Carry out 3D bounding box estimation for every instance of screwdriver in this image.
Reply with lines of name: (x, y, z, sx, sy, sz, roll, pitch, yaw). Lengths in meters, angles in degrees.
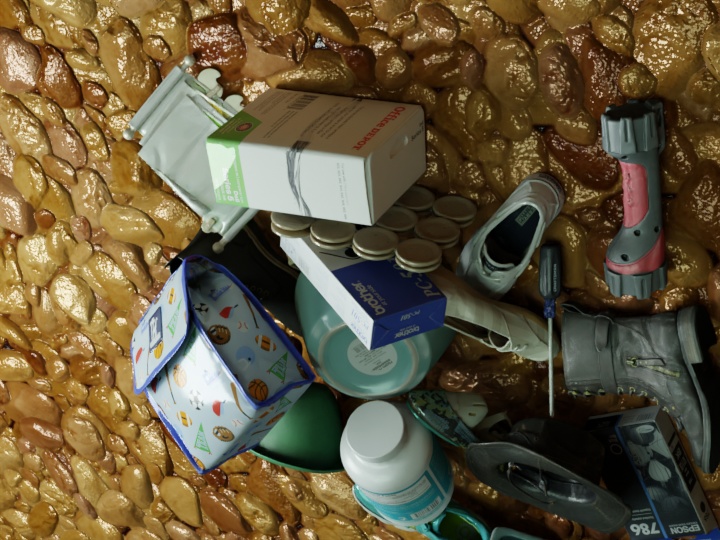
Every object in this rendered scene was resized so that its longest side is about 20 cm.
screwdriver: (0.209, 0.069, 1.512, 0.028, 0.029, 0.202, 9, 103, 41)

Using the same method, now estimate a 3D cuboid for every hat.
hat: (0.222, 0.217, 1.549, 0.199, 0.081, 0.201, 23, 155, 11)
hat: (-0.061, 0.142, 1.704, 0.164, 0.200, 0.177, 8, 103, -23)

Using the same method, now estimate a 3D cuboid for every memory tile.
memory tile: (0.015, -0.058, 1.496, 0.199, 0.153, 0.017, 16, 126, 18)

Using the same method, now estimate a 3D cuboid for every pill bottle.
pill bottle: (0.041, 0.224, 1.621, 0.110, 0.111, 0.200, 14, 157, 23)

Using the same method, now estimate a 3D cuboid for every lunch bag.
lunch bag: (-0.177, 0.105, 1.576, 0.201, 0.123, 0.170, 54, 134, 13)

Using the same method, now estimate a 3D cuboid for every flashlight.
flashlight: (0.276, -0.071, 1.394, 0.068, 0.068, 0.201, 7, 123, 31)

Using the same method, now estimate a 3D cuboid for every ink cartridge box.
ink cartridge box: (0.340, 0.253, 1.580, 0.099, 0.039, 0.201, -16, 110, 36)
ink cartridge box: (-0.045, -0.128, 1.497, 0.199, 0.146, 0.085, 10, 124, 26)
ink cartridge box: (0.000, 0.000, 1.476, 0.200, 0.093, 0.044, 48, 144, 41)

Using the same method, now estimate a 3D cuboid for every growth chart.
growth chart: (-0.180, -0.141, 1.609, 0.145, 0.018, 0.200, -40, 93, 3)

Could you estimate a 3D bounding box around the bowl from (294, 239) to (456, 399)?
bowl: (0.013, 0.071, 1.577, 0.199, 0.105, 0.202, 5, 126, 7)

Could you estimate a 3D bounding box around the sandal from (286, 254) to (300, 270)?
sandal: (-0.053, -0.021, 1.620, 0.212, 0.070, 0.077, 51, 131, -6)

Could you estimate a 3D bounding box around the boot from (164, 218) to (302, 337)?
boot: (-0.142, 0.031, 1.662, 0.200, 0.138, 0.077, 46, 131, -3)

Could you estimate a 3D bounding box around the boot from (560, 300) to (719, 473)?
boot: (0.306, 0.125, 1.495, 0.173, 0.069, 0.202, -7, 96, 35)

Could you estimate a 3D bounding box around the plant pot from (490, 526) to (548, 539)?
plant pot: (0.218, 0.460, 1.669, 0.194, 0.197, 0.200, 16, 150, 1)

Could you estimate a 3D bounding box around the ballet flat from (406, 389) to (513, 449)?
ballet flat: (0.135, 0.181, 1.607, 0.074, 0.075, 0.200, -16, 139, 37)

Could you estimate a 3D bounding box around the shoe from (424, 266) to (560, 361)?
shoe: (0.139, 0.061, 1.525, 0.199, 0.054, 0.070, 28, 151, -22)

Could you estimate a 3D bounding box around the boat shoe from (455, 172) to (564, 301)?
boat shoe: (0.151, -0.023, 1.499, 0.073, 0.065, 0.201, 33, 131, 8)

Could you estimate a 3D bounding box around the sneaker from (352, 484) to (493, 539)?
sneaker: (0.085, 0.302, 1.727, 0.199, 0.078, 0.080, 24, 171, 7)
